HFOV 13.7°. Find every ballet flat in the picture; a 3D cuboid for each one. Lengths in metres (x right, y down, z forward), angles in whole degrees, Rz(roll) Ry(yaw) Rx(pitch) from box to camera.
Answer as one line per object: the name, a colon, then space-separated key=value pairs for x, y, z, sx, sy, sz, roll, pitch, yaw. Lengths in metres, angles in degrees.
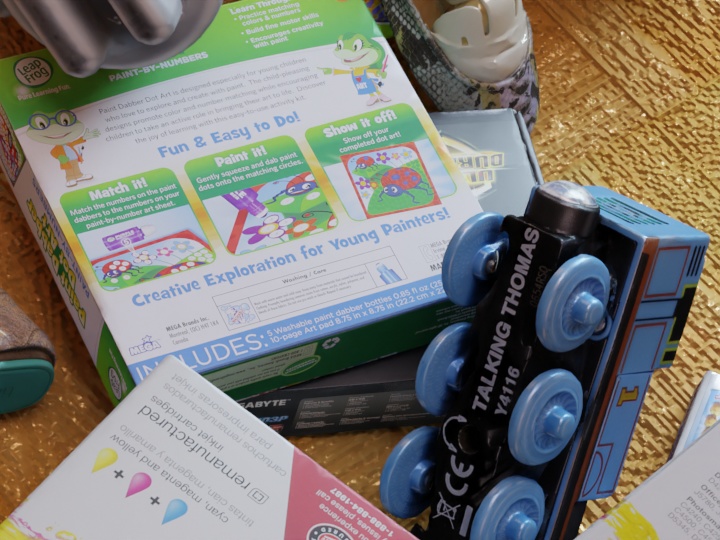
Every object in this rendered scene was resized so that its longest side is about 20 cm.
ballet flat: x=0.043 y=-0.151 z=1.511 sx=0.072 sy=0.072 sz=0.200 roll=-36 pitch=104 yaw=-32
ballet flat: x=-0.231 y=0.038 z=1.346 sx=0.200 sy=0.068 sz=0.067 roll=-2 pitch=52 yaw=-44

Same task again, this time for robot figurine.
robot figurine: x=-0.108 y=-0.173 z=1.420 sx=0.170 sy=0.113 sz=0.200 roll=-19 pitch=29 yaw=21

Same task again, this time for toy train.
toy train: x=0.084 y=0.054 z=1.371 sx=0.087 sy=0.200 sz=0.114 roll=27 pitch=18 yaw=38

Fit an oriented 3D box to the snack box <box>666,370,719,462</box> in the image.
snack box: x=0.247 y=0.121 z=1.462 sx=0.200 sy=0.024 sz=0.072 roll=25 pitch=53 yaw=2

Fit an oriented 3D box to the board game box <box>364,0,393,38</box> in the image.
board game box: x=-0.006 y=-0.220 z=1.554 sx=0.134 sy=0.045 sz=0.200 roll=-23 pitch=98 yaw=-28

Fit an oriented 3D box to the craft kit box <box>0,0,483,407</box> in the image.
craft kit box: x=-0.056 y=-0.037 z=1.419 sx=0.200 sy=0.049 sz=0.198 roll=-15 pitch=62 yaw=-22

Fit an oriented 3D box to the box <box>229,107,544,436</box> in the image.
box: x=0.000 y=0.000 z=1.463 sx=0.200 sy=0.046 sz=0.159 roll=-4 pitch=57 yaw=-17

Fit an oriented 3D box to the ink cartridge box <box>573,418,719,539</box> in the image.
ink cartridge box: x=0.129 y=0.195 z=1.303 sx=0.146 sy=0.147 sz=0.200 roll=44 pitch=57 yaw=16

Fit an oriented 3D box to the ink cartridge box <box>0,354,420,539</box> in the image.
ink cartridge box: x=-0.098 y=0.172 z=1.257 sx=0.145 sy=0.145 sz=0.200 roll=36 pitch=56 yaw=10
